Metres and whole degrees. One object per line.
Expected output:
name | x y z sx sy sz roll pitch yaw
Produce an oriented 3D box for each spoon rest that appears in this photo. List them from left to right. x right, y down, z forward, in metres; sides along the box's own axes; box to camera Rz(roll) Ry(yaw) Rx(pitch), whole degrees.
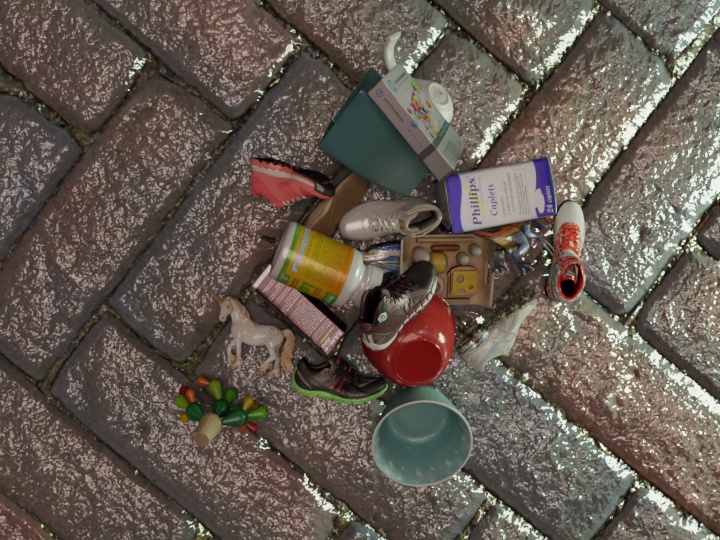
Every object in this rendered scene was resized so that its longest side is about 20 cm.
spoon rest | 0.111 -0.369 1.398 0.099 0.060 0.202 -35 90 -40

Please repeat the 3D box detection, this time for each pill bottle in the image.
pill bottle | -0.062 -0.002 1.320 0.196 0.111 0.114 23 93 -11

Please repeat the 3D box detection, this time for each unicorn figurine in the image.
unicorn figurine | -0.223 0.134 1.428 0.195 0.074 0.141 14 83 -15

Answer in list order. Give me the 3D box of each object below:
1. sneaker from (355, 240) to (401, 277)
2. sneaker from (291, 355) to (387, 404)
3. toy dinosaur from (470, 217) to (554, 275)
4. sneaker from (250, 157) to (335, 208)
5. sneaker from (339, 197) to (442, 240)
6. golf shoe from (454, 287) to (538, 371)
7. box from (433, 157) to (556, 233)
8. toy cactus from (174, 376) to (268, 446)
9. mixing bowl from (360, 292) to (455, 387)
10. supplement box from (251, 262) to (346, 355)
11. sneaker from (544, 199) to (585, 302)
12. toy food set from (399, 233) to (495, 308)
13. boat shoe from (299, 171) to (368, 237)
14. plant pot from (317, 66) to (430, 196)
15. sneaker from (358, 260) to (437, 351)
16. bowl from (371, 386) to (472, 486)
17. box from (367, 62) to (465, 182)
sneaker | 0.000 0.000 1.415 0.194 0.077 0.088 -10 97 1
sneaker | -0.040 0.216 1.424 0.194 0.077 0.086 7 97 -2
toy dinosaur | 0.309 -0.070 1.363 0.103 0.184 0.201 -14 128 32
sneaker | -0.135 -0.160 1.395 0.196 0.073 0.089 21 108 25
sneaker | 0.059 -0.098 1.367 0.195 0.116 0.076 -14 104 -8
golf shoe | 0.287 0.120 1.433 0.198 0.079 0.098 -38 111 6
box | 0.249 -0.142 1.352 0.194 0.184 0.108 -11 94 0
toy cactus | -0.286 0.289 1.391 0.195 0.166 0.105 17 113 4
mixing bowl | 0.102 0.148 1.371 0.194 0.109 0.205 -3 116 -7
supplement box | -0.117 0.072 1.400 0.199 0.109 0.061 42 93 -1
sneaker | 0.414 -0.037 1.395 0.065 0.108 0.207 10 93 -1
toy food set | 0.170 0.006 1.399 0.194 0.061 0.148 -1 105 -8
boat shoe | -0.063 -0.125 1.410 0.201 0.064 0.072 -52 136 -9
plant pot | 0.046 -0.250 1.355 0.198 0.143 0.141 37 121 -13
sneaker | 0.066 0.042 1.281 0.075 0.116 0.201 26 69 32
bowl | 0.115 0.310 1.397 0.195 0.106 0.206 -1 116 -2
box | 0.106 -0.273 1.289 0.041 0.156 0.201 -37 100 29
